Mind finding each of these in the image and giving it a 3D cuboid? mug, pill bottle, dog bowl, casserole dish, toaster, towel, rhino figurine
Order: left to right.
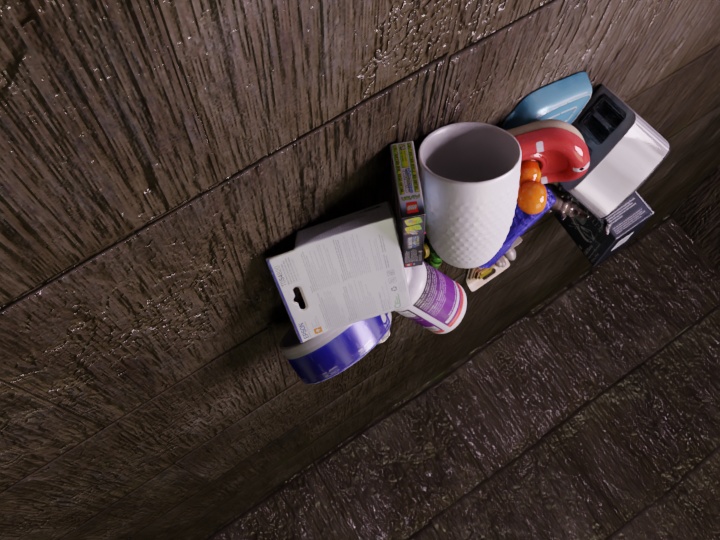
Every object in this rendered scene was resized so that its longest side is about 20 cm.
[{"bbox_3d":[-0.045,0.111,1.190,0.197,0.080,0.200,-33,-169,7],"label":"dog bowl"},{"bbox_3d":[0.117,0.043,1.318,0.112,0.114,0.198,-41,132,22],"label":"pill bottle"},{"bbox_3d":[0.158,-0.118,0.988,0.142,0.204,0.179,-1,134,6],"label":"mug"},{"bbox_3d":[0.248,-0.105,1.232,0.201,0.146,0.050,-48,-168,32],"label":"towel"},{"bbox_3d":[0.353,-0.141,1.268,0.086,0.199,0.061,11,110,-49],"label":"rhino figurine"},{"bbox_3d":[0.321,-0.267,1.126,0.196,0.039,0.122,-26,159,-27],"label":"casserole dish"},{"bbox_3d":[0.448,-0.213,1.221,0.117,0.203,0.182,26,118,-27],"label":"toaster"}]

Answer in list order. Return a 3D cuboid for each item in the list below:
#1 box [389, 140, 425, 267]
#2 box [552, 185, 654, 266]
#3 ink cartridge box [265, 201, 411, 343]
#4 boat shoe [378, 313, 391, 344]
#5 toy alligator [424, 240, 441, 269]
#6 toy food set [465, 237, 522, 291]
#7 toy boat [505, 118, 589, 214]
[{"bbox_3d":[0.070,-0.091,0.981,0.034,0.114,0.201,-8,161,1],"label":"box"},{"bbox_3d":[0.593,-0.150,1.651,0.122,0.199,0.201,-30,162,-7],"label":"box"},{"bbox_3d":[-0.029,0.007,1.013,0.194,0.041,0.203,-18,136,-2],"label":"ink cartridge box"},{"bbox_3d":[0.034,0.111,1.337,0.070,0.071,0.200,-32,-166,-3],"label":"boat shoe"},{"bbox_3d":[0.153,-0.041,1.349,0.058,0.055,0.201,-21,157,-37],"label":"toy alligator"},{"bbox_3d":[0.362,-0.015,1.788,0.141,0.061,0.201,-33,161,-8],"label":"toy food set"},{"bbox_3d":[0.274,-0.153,1.074,0.194,0.135,0.131,-14,152,16],"label":"toy boat"}]
